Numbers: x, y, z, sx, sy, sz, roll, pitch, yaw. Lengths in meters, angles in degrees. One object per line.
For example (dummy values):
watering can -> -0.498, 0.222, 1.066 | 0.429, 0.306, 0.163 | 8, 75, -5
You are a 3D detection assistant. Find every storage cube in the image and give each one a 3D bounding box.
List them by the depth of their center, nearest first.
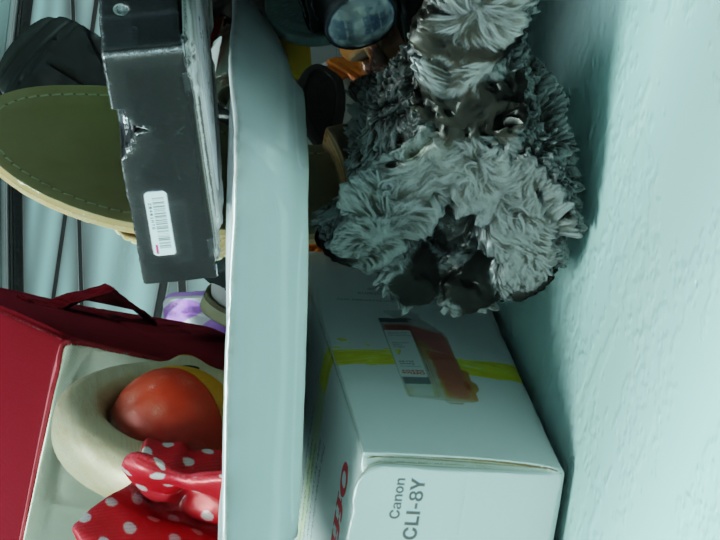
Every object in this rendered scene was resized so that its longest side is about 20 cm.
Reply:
storage cube -> -0.133, 0.115, 1.605 | 0.180, 0.170, 0.201 | 19, 97, 62

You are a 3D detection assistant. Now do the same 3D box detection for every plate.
plate -> -0.038, 0.014, 1.160 | 0.200, 0.032, 0.201 | -95, 8, -70

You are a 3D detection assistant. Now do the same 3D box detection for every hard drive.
hard drive -> -0.082, -0.114, 1.230 | 0.140, 0.038, 0.201 | 85, 179, -50

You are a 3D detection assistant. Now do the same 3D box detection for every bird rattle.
bird rattle -> -0.075, 0.093, 1.430 | 0.163, 0.200, 0.113 | 22, 123, 35

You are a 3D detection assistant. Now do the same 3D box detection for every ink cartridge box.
ink cartridge box -> 0.016, 0.097, 1.227 | 0.200, 0.083, 0.146 | -109, 25, -65

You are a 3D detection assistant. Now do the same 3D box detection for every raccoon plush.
raccoon plush -> 0.049, -0.079, 1.137 | 0.134, 0.096, 0.200 | -87, 19, -50

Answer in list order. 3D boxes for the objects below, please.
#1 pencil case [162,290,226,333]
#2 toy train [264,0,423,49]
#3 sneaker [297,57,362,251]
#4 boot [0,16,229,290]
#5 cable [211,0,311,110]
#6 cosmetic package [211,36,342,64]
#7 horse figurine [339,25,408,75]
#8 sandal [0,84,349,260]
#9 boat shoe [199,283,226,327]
pencil case -> -0.078, 0.108, 1.764 | 0.085, 0.083, 0.201 | 18, -107, -67
toy train -> -0.001, -0.171, 1.234 | 0.085, 0.113, 0.201 | 80, 172, -48
sneaker -> 0.000, 0.000, 1.407 | 0.092, 0.075, 0.201 | 94, 180, -50
boot -> -0.079, -0.033, 1.447 | 0.198, 0.073, 0.162 | 38, 175, 38
cable -> -0.053, -0.152, 1.508 | 0.200, 0.097, 0.050 | -73, 8, -47
cosmetic package -> -0.045, -0.091, 1.607 | 0.200, 0.082, 0.051 | 151, 121, -77
horse figurine -> 0.022, -0.147, 1.350 | 0.132, 0.050, 0.201 | -165, 81, -72
sandal -> -0.064, -0.025, 1.301 | 0.070, 0.210, 0.078 | 107, 162, -48
boat shoe -> -0.038, 0.008, 1.606 | 0.200, 0.074, 0.069 | -146, 75, -78
